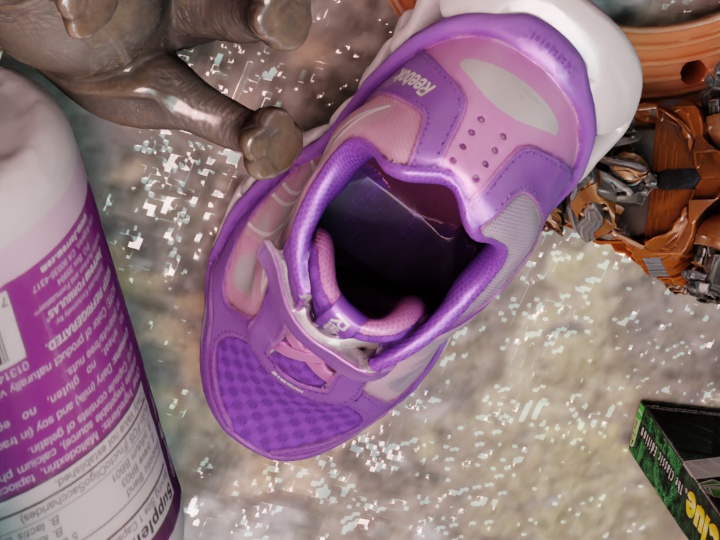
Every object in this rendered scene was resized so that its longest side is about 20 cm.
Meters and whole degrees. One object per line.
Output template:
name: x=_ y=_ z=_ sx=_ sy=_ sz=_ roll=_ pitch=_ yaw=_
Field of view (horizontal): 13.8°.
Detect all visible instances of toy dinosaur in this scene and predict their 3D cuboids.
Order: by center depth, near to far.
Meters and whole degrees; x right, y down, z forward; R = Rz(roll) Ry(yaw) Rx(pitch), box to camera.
toy dinosaur: x=0.142 y=-0.022 z=0.908 sx=0.199 sy=0.135 sz=0.103 roll=-10 pitch=89 yaw=-35

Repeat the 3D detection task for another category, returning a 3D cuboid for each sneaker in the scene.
sneaker: x=0.000 y=0.000 z=0.847 sx=0.080 sy=0.089 sz=0.200 roll=33 pitch=136 yaw=-5

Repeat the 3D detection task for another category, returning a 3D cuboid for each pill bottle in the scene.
pill bottle: x=-0.114 y=0.050 z=0.864 sx=0.112 sy=0.112 sz=0.201 roll=-17 pitch=122 yaw=-7

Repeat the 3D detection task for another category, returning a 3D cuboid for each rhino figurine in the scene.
rhino figurine: x=-0.091 y=-0.096 z=0.786 sx=0.200 sy=0.087 sz=0.060 roll=41 pitch=76 yaw=-48

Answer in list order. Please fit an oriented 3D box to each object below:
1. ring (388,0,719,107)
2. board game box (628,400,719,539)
ring: x=0.092 y=-0.134 z=0.877 sx=0.199 sy=0.019 sz=0.202 roll=-8 pitch=120 yaw=-13
board game box: x=0.196 y=0.086 z=0.979 sx=0.199 sy=0.105 sz=0.024 roll=7 pitch=112 yaw=-19
